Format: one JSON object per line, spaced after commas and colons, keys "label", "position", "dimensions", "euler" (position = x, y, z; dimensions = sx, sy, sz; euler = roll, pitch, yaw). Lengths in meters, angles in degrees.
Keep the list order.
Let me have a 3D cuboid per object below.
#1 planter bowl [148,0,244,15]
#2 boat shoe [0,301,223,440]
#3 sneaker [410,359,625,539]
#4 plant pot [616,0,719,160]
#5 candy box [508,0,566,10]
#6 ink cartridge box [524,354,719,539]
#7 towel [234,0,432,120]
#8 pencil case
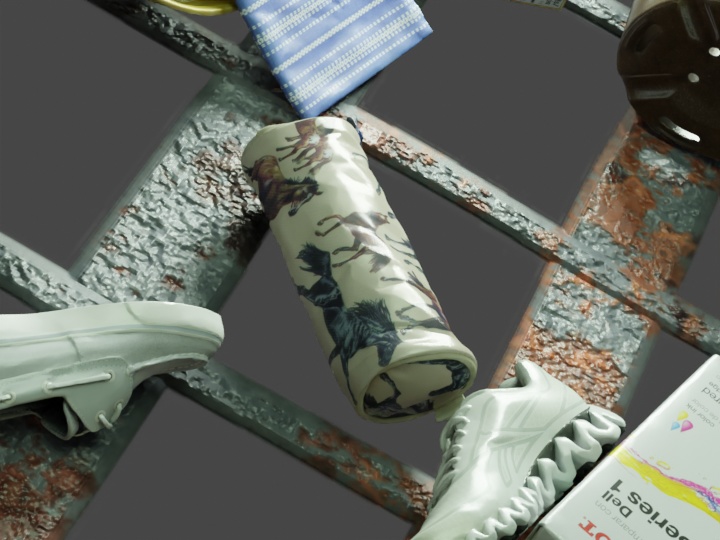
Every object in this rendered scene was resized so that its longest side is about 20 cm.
{"label": "planter bowl", "position": [-0.147, -0.252, 1.412], "dimensions": [0.200, 0.083, 0.201], "euler": [17, 66, -42]}
{"label": "boat shoe", "position": [-0.164, 0.059, 1.174], "dimensions": [0.200, 0.072, 0.069], "euler": [-3, 74, -35]}
{"label": "sneaker", "position": [0.071, 0.118, 1.223], "dimensions": [0.081, 0.075, 0.200], "euler": [45, 40, 8]}
{"label": "plant pot", "position": [0.282, -0.195, 1.528], "dimensions": [0.200, 0.200, 0.199], "euler": [27, 53, -1]}
{"label": "candy box", "position": [0.058, -0.262, 1.560], "dimensions": [0.199, 0.055, 0.116], "euler": [7, 51, -19]}
{"label": "ink cartridge box", "position": [0.192, 0.163, 1.235], "dimensions": [0.145, 0.084, 0.200], "euler": [42, 47, 13]}
{"label": "towel", "position": [-0.038, -0.215, 1.428], "dimensions": [0.145, 0.024, 0.200], "euler": [-39, 106, -41]}
{"label": "pencil case", "position": [0.000, 0.000, 1.289], "dimensions": [0.089, 0.078, 0.200], "euler": [17, 39, -50]}
